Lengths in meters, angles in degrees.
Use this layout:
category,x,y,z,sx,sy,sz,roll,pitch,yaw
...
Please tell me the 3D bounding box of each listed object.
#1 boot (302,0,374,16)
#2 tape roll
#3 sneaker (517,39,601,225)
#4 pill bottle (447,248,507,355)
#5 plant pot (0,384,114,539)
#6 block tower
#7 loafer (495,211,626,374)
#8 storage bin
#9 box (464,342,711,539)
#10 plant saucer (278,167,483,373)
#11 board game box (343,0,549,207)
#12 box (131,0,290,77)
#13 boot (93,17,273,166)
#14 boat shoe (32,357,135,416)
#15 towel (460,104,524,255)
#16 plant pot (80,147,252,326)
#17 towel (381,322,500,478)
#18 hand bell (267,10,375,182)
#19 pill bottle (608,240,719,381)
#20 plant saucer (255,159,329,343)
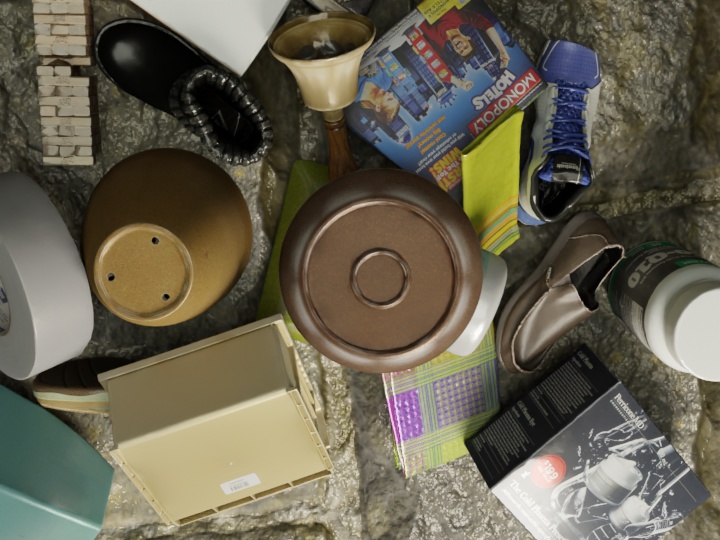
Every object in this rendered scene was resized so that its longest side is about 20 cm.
category,x,y,z,sx,sy,sz,roll,pitch,yaw
boot,-0.038,-0.356,1.060,0.200,0.073,0.151,39,98,-15
tape roll,-0.349,0.005,1.056,0.066,0.199,0.202,-26,106,-37
sneaker,0.217,-0.136,1.104,0.080,0.115,0.202,10,101,-7
pill bottle,0.041,0.001,1.071,0.198,0.111,0.112,23,100,-3
plant pot,-0.376,0.230,1.122,0.199,0.142,0.142,29,119,-21
block tower,-0.303,-0.211,1.084,0.053,0.058,0.202,-1,100,-4
loafer,0.219,0.031,1.152,0.073,0.071,0.201,23,101,-37
storage bin,-0.144,0.169,1.118,0.198,0.094,0.199,-19,140,0
box,0.252,0.222,1.174,0.182,0.104,0.200,-41,112,4
plant saucer,0.019,0.005,1.001,0.198,0.032,0.202,0,102,1
board game box,0.086,-0.166,1.099,0.199,0.062,0.200,-38,92,6
box,-0.172,-0.291,1.038,0.199,0.124,0.098,34,99,-10
boot,-0.177,-0.183,1.045,0.210,0.158,0.080,28,99,-9
boat shoe,-0.259,0.143,1.161,0.198,0.072,0.077,-1,118,-2
towel,0.136,-0.075,1.081,0.018,0.201,0.086,34,65,27
plant pot,-0.206,-0.020,1.058,0.184,0.200,0.189,-1,102,-3
towel,0.089,0.120,1.167,0.142,0.023,0.202,-18,113,-19
hand bell,-0.024,-0.144,1.049,0.103,0.105,0.201,-10,128,-2
pill bottle,0.342,0.041,1.107,0.112,0.200,0.114,-1,102,-4
plant saucer,0.000,0.000,1.153,0.198,0.048,0.202,13,101,-7
